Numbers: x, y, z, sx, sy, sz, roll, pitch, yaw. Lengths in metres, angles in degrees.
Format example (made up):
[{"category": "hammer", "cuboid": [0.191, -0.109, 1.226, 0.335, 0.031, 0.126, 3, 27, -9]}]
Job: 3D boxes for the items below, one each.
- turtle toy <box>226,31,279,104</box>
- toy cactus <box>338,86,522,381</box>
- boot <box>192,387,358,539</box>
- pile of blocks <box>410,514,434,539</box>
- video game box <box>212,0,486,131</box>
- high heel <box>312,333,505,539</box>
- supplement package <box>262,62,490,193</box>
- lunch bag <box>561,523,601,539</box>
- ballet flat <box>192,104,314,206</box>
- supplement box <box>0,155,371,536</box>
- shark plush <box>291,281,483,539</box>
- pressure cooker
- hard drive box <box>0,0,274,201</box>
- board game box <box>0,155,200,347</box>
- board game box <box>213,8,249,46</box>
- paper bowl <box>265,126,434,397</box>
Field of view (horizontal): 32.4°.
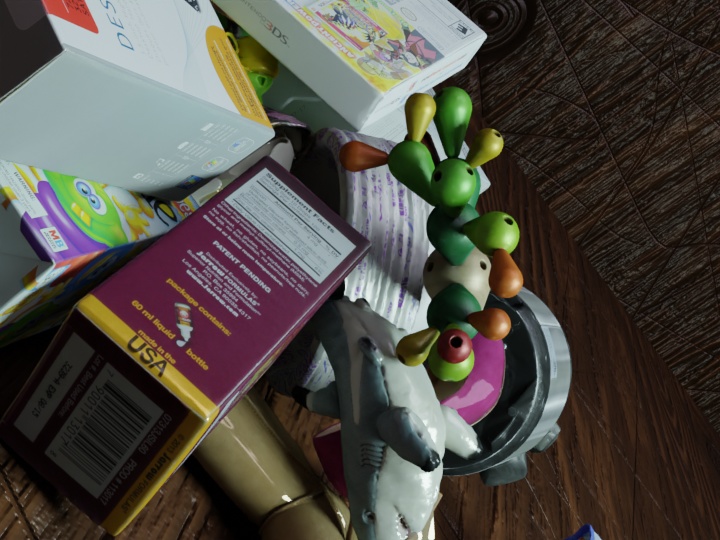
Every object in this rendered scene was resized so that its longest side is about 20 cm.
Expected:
[{"category": "turtle toy", "cuboid": [-0.148, -0.121, 0.937, 0.200, 0.101, 0.146, 13, 83, -54]}, {"category": "toy cactus", "cuboid": [0.051, -0.010, 0.770, 0.165, 0.102, 0.201, 77, 3, -60]}, {"category": "boot", "cuboid": [-0.078, 0.120, 0.752, 0.200, 0.066, 0.175, 53, 4, -8]}, {"category": "pile of blocks", "cuboid": [0.039, 0.235, 0.881, 0.200, 0.082, 0.062, 64, -27, -1]}, {"category": "video game box", "cuboid": [-0.019, -0.213, 0.981, 0.200, 0.047, 0.182, 43, 36, 8]}, {"category": "high heel", "cuboid": [0.039, 0.081, 0.855, 0.096, 0.067, 0.200, 50, 41, -20]}, {"category": "supplement package", "cuboid": [-0.027, -0.106, 1.110, 0.200, 0.191, 0.147, 29, 29, -57]}, {"category": "lunch bag", "cuboid": [0.183, 0.329, 0.968, 0.170, 0.124, 0.200, 51, 26, -10]}, {"category": "ballet flat", "cuboid": [-0.100, -0.058, 0.862, 0.200, 0.071, 0.069, -46, 129, -42]}, {"category": "supplement box", "cuboid": [-0.089, 0.033, 0.675, 0.086, 0.110, 0.200, 41, 35, 1]}, {"category": "shark plush", "cuboid": [-0.009, 0.070, 0.760, 0.200, 0.083, 0.091, 58, 20, 3]}, {"category": "pressure cooker", "cuboid": [0.096, 0.089, 1.081, 0.178, 0.176, 0.200, 29, 6, 17]}, {"category": "hard drive box", "cuboid": [-0.147, -0.129, 0.629, 0.156, 0.077, 0.200, 63, 18, 14]}, {"category": "board game box", "cuboid": [-0.181, -0.028, 0.669, 0.103, 0.105, 0.200, 54, 16, 1]}, {"category": "board game box", "cuboid": [-0.186, -0.202, 0.978, 0.200, 0.134, 0.029, 21, 76, -62]}, {"category": "paper bowl", "cuboid": [0.000, 0.000, 0.924, 0.104, 0.201, 0.201, 9, 36, -19]}]
